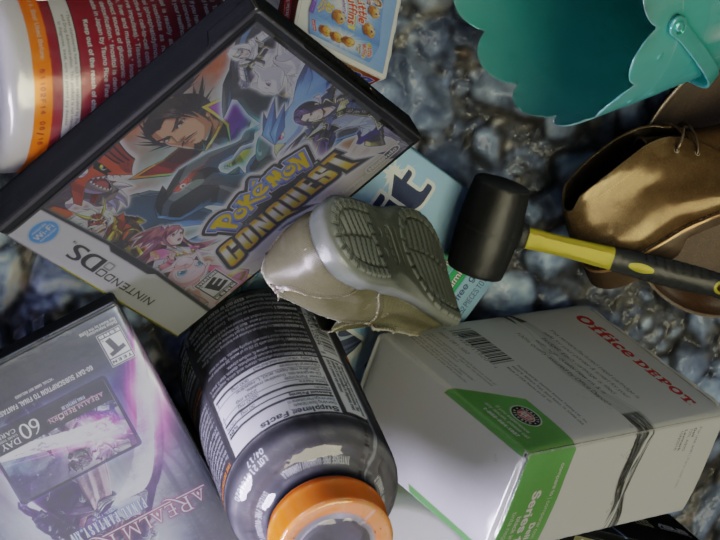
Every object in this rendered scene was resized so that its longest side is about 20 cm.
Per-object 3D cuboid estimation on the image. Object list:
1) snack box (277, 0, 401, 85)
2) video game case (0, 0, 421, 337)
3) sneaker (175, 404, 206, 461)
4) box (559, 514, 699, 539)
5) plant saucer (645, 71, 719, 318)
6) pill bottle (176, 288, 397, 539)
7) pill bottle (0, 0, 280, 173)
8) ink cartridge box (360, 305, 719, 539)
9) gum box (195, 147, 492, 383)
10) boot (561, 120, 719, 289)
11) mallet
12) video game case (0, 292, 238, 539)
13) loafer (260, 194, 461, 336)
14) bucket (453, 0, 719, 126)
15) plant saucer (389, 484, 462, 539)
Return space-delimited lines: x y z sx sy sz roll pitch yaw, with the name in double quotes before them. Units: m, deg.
"snack box" -0.001 -0.214 1.565 0.072 0.024 0.201 24 68 -33
"video game case" -0.088 -0.057 1.531 0.200 0.026 0.181 -38 143 14
"sneaker" -0.130 0.114 1.660 0.200 0.091 0.076 36 90 -34
"box" 0.138 0.260 1.858 0.163 0.086 0.201 16 103 -31
"plant saucer" 0.262 -0.066 1.815 0.199 0.032 0.201 -10 115 -22
"pill bottle" -0.040 0.106 1.585 0.106 0.200 0.107 -9 125 -12
"pill bottle" -0.128 -0.120 1.547 0.199 0.113 0.114 -6 114 -24
"ink cartridge box" 0.115 0.099 1.710 0.199 0.146 0.085 -5 124 -44
"gum box" -0.015 -0.010 1.692 0.200 0.045 0.170 33 94 -34
"boot" 0.222 -0.072 1.736 0.200 0.074 0.076 -34 116 -7
"mallet" 0.157 -0.019 1.697 0.199 0.041 0.066 7 106 -11
"video game case" -0.168 0.127 1.592 0.142 0.019 0.201 -27 115 -1
"loafer" 0.000 0.000 1.613 0.069 0.076 0.200 -22 159 20
"bucket" 0.159 -0.197 1.611 0.134 0.207 0.208 -15 117 -30
"plant saucer" 0.028 0.205 1.772 0.199 0.050 0.201 4 111 10
